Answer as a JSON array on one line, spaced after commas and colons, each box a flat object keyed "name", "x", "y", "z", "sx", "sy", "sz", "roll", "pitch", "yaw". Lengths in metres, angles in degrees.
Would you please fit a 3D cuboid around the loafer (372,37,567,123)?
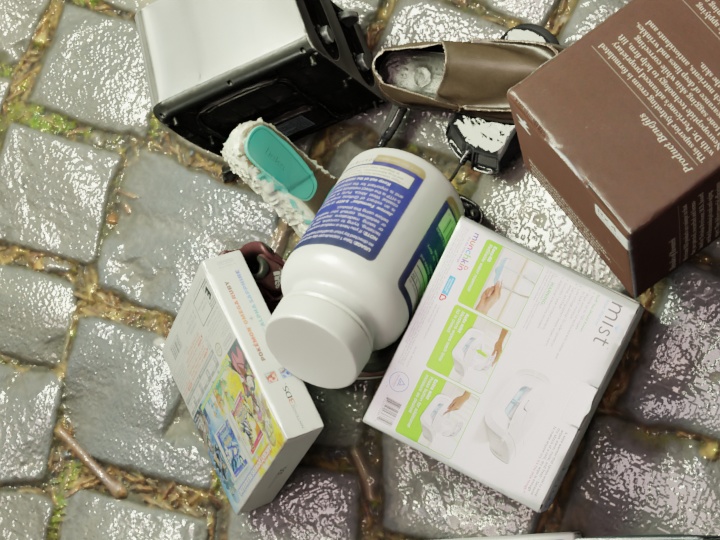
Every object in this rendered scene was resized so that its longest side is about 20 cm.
[{"name": "loafer", "x": 0.096, "y": -0.170, "z": 1.628, "sx": 0.200, "sy": 0.071, "sz": 0.073, "roll": 0, "pitch": 86, "yaw": 28}]

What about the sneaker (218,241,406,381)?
[{"name": "sneaker", "x": -0.053, "y": 0.033, "z": 1.680, "sx": 0.200, "sy": 0.116, "sz": 0.076, "roll": 20, "pitch": 73, "yaw": 24}]

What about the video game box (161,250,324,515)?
[{"name": "video game box", "x": -0.111, "y": 0.106, "z": 1.672, "sx": 0.047, "sy": 0.200, "sz": 0.183, "roll": -16, "pitch": 70, "yaw": -24}]

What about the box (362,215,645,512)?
[{"name": "box", "x": 0.127, "y": 0.081, "z": 1.598, "sx": 0.176, "sy": 0.097, "sz": 0.200, "roll": 25, "pitch": 93, "yaw": 11}]

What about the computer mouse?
[{"name": "computer mouse", "x": 0.101, "y": -0.145, "z": 1.691, "sx": 0.140, "sy": 0.046, "sz": 0.200, "roll": 32, "pitch": 101, "yaw": 27}]

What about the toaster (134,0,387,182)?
[{"name": "toaster", "x": -0.098, "y": -0.189, "z": 1.706, "sx": 0.200, "sy": 0.181, "sz": 0.119, "roll": -22, "pitch": 69, "yaw": 19}]

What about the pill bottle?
[{"name": "pill bottle", "x": 0.000, "y": 0.000, "z": 1.600, "sx": 0.119, "sy": 0.120, "sz": 0.200, "roll": 14, "pitch": 51, "yaw": 24}]

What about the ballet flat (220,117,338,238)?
[{"name": "ballet flat", "x": -0.051, "y": -0.065, "z": 1.701, "sx": 0.072, "sy": 0.072, "sz": 0.200, "roll": -40, "pitch": 110, "yaw": 13}]

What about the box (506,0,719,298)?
[{"name": "box", "x": 0.255, "y": -0.118, "z": 1.526, "sx": 0.200, "sy": 0.164, "sz": 0.166, "roll": -36, "pitch": 69, "yaw": -3}]

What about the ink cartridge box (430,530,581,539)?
[{"name": "ink cartridge box", "x": 0.106, "y": 0.336, "z": 1.619, "sx": 0.197, "sy": 0.047, "sz": 0.201, "roll": -6, "pitch": 82, "yaw": 20}]

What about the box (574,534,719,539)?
[{"name": "box", "x": 0.246, "y": 0.318, "z": 1.504, "sx": 0.107, "sy": 0.148, "sz": 0.201, "roll": -3, "pitch": 81, "yaw": 22}]
